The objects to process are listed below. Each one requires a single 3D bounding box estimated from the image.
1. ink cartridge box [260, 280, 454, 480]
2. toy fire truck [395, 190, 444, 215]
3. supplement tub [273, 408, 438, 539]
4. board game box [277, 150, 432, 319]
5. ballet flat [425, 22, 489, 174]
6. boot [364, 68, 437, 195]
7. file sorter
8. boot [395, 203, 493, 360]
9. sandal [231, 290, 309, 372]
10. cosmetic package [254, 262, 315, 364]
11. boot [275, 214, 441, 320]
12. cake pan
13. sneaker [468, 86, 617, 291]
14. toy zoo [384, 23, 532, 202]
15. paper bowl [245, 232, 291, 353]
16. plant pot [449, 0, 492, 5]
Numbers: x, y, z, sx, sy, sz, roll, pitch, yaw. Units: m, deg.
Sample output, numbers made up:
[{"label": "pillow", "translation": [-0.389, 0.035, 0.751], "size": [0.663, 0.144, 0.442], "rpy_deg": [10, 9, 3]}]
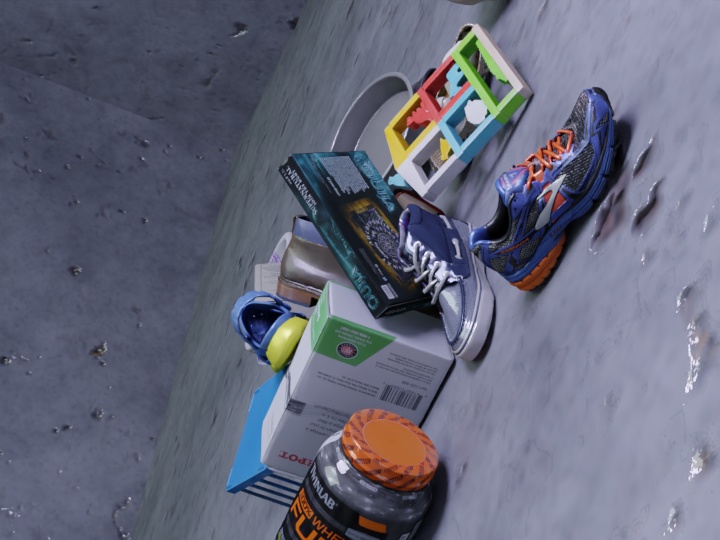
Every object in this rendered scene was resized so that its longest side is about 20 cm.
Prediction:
[{"label": "ink cartridge box", "translation": [-0.008, 0.132, 1.282], "size": [0.084, 0.145, 0.201], "rpy_deg": [-97, 30, -62]}, {"label": "toy fire truck", "translation": [0.032, -0.021, 1.461], "size": [0.177, 0.128, 0.200], "rpy_deg": [-62, -10, 15]}, {"label": "supplement tub", "translation": [-0.007, 0.243, 1.169], "size": [0.123, 0.122, 0.201], "rpy_deg": [-96, 28, -62]}, {"label": "board game box", "translation": [0.009, -0.044, 1.284], "size": [0.028, 0.135, 0.201], "rpy_deg": [-44, 70, 32]}, {"label": "ballet flat", "translation": [0.113, -0.213, 1.436], "size": [0.067, 0.075, 0.201], "rpy_deg": [4, 66, 29]}, {"label": "boot", "translation": [0.059, -0.179, 1.654], "size": [0.131, 0.069, 0.201], "rpy_deg": [-21, 57, 61]}, {"label": "file sorter", "translation": [-0.071, 0.213, 1.474], "size": [0.200, 0.122, 0.140], "rpy_deg": [137, 150, -64]}, {"label": "boot", "translation": [0.080, 0.010, 1.224], "size": [0.200, 0.090, 0.073], "rpy_deg": [-90, 24, -55]}, {"label": "sandal", "translation": [-0.104, 0.066, 1.381], "size": [0.080, 0.087, 0.200], "rpy_deg": [-52, -3, -10]}, {"label": "cosmetic package", "translation": [-0.093, 0.054, 1.602], "size": [0.200, 0.103, 0.088], "rpy_deg": [-104, 13, -76]}, {"label": "boot", "translation": [0.000, 0.000, 1.329], "size": [0.075, 0.199, 0.098], "rpy_deg": [-28, -53, -69]}, {"label": "cake pan", "translation": [0.022, -0.173, 1.622], "size": [0.200, 0.037, 0.201], "rpy_deg": [-39, 38, 40]}, {"label": "sneaker", "translation": [0.161, -0.072, 1.044], "size": [0.075, 0.078, 0.201], "rpy_deg": [-97, 29, -61]}, {"label": "toy zoo", "translation": [0.098, -0.169, 1.357], "size": [0.200, 0.020, 0.132], "rpy_deg": [-47, 44, 22]}, {"label": "paper bowl", "translation": [-0.104, 0.049, 1.887], "size": [0.201, 0.104, 0.202], "rpy_deg": [-161, 90, -77]}, {"label": "plant pot", "translation": [0.144, -0.439, 1.462], "size": [0.184, 0.199, 0.201], "rpy_deg": [108, 173, -50]}]
